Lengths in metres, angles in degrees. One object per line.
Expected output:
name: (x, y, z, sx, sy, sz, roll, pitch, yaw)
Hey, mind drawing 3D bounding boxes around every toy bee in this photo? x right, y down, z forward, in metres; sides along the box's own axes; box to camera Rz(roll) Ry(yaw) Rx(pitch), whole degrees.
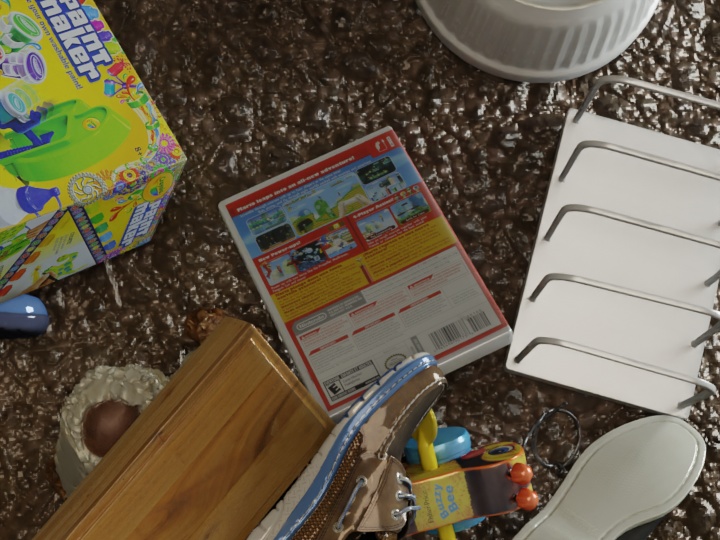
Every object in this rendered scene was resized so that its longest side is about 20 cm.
toy bee: (0.069, 0.137, 1.110, 0.199, 0.109, 0.131, -38, 102, -11)

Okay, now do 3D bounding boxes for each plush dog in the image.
plush dog: (-0.116, 0.122, 1.125, 0.171, 0.160, 0.202, -27, 111, -22)

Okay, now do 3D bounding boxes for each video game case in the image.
video game case: (0.000, 0.000, 1.155, 0.142, 0.018, 0.201, -24, 57, -7)

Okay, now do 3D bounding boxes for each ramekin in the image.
ramekin: (0.136, -0.248, 1.205, 0.198, 0.105, 0.203, 1, 79, -3)

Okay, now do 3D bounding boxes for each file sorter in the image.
file sorter: (0.196, -0.015, 1.156, 0.137, 0.125, 0.202, 15, 79, 0)

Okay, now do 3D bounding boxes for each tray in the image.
tray: (-0.110, 0.137, 1.018, 0.200, 0.037, 0.099, -50, 121, -20)

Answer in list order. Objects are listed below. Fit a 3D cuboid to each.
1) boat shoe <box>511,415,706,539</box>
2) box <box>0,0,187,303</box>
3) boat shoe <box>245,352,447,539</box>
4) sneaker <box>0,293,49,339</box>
boat shoe: (0.166, 0.179, 1.148, 0.074, 0.061, 0.200, 33, 58, 25)
box: (-0.256, -0.095, 1.108, 0.191, 0.122, 0.201, -25, 74, -30)
boat shoe: (0.000, 0.145, 1.051, 0.072, 0.072, 0.201, 37, 85, 16)
sneaker: (-0.310, -0.004, 1.153, 0.198, 0.074, 0.083, 16, 77, -1)
